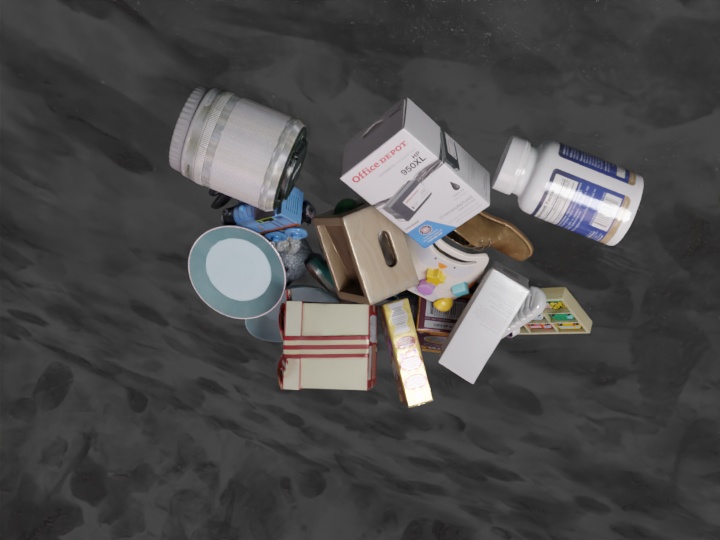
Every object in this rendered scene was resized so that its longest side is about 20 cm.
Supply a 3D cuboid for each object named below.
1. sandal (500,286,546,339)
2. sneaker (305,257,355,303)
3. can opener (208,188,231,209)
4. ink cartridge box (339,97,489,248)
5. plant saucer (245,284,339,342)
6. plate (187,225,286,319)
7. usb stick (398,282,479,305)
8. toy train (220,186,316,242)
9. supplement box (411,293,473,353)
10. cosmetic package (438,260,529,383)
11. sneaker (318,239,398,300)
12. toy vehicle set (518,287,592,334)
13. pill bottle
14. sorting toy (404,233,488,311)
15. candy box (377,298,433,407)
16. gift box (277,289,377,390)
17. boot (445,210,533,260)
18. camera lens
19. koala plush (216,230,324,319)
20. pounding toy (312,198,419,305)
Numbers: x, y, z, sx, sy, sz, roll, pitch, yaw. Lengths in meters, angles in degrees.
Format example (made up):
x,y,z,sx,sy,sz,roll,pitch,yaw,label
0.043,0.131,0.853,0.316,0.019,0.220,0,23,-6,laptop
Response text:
x,y,z,sx,sy,sz,roll,pitch,yaw,label
0.284,0.095,1.687,0.049,0.083,0.202,21,150,-28,sandal
-0.040,0.013,1.839,0.071,0.080,0.200,39,177,39,sneaker
-0.256,-0.165,1.703,0.078,0.064,0.200,2,172,-23,can opener
0.086,-0.148,1.387,0.199,0.085,0.144,37,128,-27,ink cartridge box
-0.142,0.079,1.831,0.198,0.039,0.202,-10,146,-7,plant saucer
-0.237,0.001,1.719,0.197,0.026,0.203,4,117,9,plate
0.159,0.045,1.796,0.055,0.033,0.199,34,152,-35,usb stick
-0.180,-0.104,1.694,0.198,0.088,0.114,-10,154,37,toy train
0.161,0.106,1.789,0.109,0.087,0.200,7,164,1,supplement box
0.223,0.092,1.614,0.080,0.202,0.113,29,-166,4,cosmetic package
0.000,0.000,1.754,0.198,0.106,0.076,18,154,9,sneaker
0.336,0.081,1.734,0.198,0.027,0.124,-5,143,43,toy vehicle set
0.297,-0.122,1.289,0.198,0.112,0.111,22,154,1,pill bottle
0.144,-0.020,1.597,0.198,0.108,0.180,25,156,-6,sorting toy
0.085,0.159,1.733,0.056,0.203,0.117,-15,178,-5,candy box
-0.067,0.133,1.679,0.184,0.187,0.200,1,172,8,gift box
0.209,-0.058,1.521,0.199,0.076,0.073,30,150,-19,boot
-0.196,-0.201,1.468,0.198,0.161,0.160,22,154,0,camera lens
-0.185,-0.022,1.838,0.198,0.186,0.177,-15,149,21,koala plush
0.023,-0.063,1.549,0.184,0.141,0.202,8,118,67,pounding toy
